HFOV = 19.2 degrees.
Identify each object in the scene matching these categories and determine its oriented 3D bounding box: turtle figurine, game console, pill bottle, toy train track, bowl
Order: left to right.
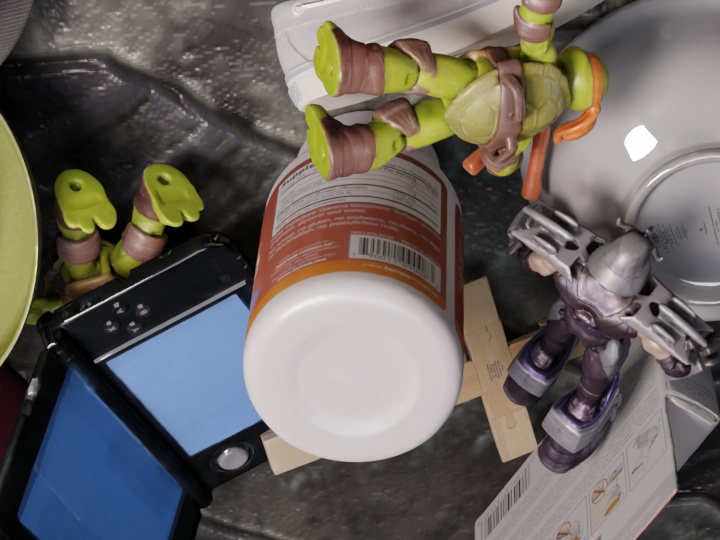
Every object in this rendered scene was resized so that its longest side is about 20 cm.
[{"bbox_3d":[-0.140,0.007,1.217,0.199,0.065,0.162,7,139,-17],"label":"turtle figurine"},{"bbox_3d":[-0.100,0.103,1.199,0.175,0.117,0.200,-27,141,6],"label":"game console"},{"bbox_3d":[0.000,0.000,1.127,0.111,0.200,0.113,1,123,2],"label":"pill bottle"},{"bbox_3d":[0.036,0.069,1.249,0.199,0.033,0.115,-21,110,-8],"label":"toy train track"},{"bbox_3d":[0.057,-0.081,1.052,0.160,0.065,0.200,-8,149,-16],"label":"turtle figurine"},{"bbox_3d":[0.187,-0.045,1.156,0.199,0.091,0.202,1,122,1],"label":"bowl"}]

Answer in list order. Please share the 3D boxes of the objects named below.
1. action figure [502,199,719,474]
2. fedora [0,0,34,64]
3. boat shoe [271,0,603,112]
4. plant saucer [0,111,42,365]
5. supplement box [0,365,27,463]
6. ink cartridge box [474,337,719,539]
[{"bbox_3d":[0.124,0.026,1.133,0.130,0.069,0.200,47,154,16],"label":"action figure"},{"bbox_3d":[-0.239,-0.138,1.090,0.200,0.177,0.090,-49,147,12],"label":"fedora"},{"bbox_3d":[0.049,-0.145,1.110,0.199,0.072,0.069,-21,85,4],"label":"boat shoe"},{"bbox_3d":[-0.246,-0.024,1.171,0.199,0.031,0.202,4,98,31],"label":"plant saucer"},{"bbox_3d":[-0.260,0.170,1.306,0.199,0.103,0.131,-32,116,22],"label":"supplement box"},{"bbox_3d":[0.135,0.143,1.229,0.043,0.174,0.200,27,120,-16],"label":"ink cartridge box"}]
